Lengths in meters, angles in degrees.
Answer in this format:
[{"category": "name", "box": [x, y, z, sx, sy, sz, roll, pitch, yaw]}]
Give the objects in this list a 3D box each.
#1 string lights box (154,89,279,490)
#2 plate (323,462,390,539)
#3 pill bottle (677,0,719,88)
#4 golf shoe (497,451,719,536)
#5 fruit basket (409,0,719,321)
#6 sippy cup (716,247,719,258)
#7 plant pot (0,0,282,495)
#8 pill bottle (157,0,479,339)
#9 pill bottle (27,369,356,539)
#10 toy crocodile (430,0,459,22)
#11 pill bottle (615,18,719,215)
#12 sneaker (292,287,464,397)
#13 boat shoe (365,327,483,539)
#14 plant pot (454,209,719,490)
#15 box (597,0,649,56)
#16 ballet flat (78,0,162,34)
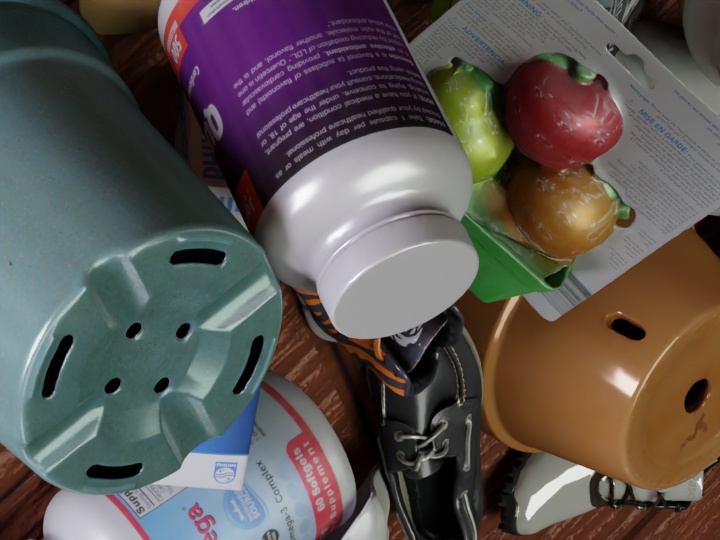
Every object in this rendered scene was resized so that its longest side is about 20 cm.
[{"category": "string lights box", "box": [-0.080, 0.009, 1.492, 0.059, 0.103, 0.201, 5, 126, -9]}, {"category": "plate", "box": [-0.036, 0.215, 1.683, 0.200, 0.032, 0.200, -55, 179, 2]}, {"category": "pill bottle", "box": [0.241, -0.167, 1.624, 0.112, 0.200, 0.113, 0, 122, 1]}, {"category": "golf shoe", "box": [0.184, 0.131, 1.892, 0.200, 0.094, 0.078, -31, 138, -25]}, {"category": "fruit basket", "box": [0.101, -0.075, 1.536, 0.200, 0.185, 0.094, -40, -165, 40]}, {"category": "sippy cup", "box": [0.292, 0.021, 1.902, 0.177, 0.140, 0.131, 8, 123, -39]}, {"category": "plant pot", "box": [-0.151, -0.006, 1.340, 0.200, 0.196, 0.201, -24, 134, -28]}, {"category": "pill bottle", "box": [-0.017, -0.069, 1.354, 0.112, 0.200, 0.113, -19, 151, -11]}, {"category": "pill bottle", "box": [-0.108, 0.148, 1.582, 0.200, 0.109, 0.109, -34, 138, -24]}, {"category": "toy crocodile", "box": [0.071, -0.226, 1.535, 0.067, 0.062, 0.201, -22, 137, -35]}, {"category": "pill bottle", "box": [0.171, -0.095, 1.687, 0.200, 0.114, 0.115, 4, 115, -48]}, {"category": "sneaker", "box": [0.000, 0.000, 1.581, 0.078, 0.112, 0.200, -49, 141, -6]}, {"category": "boat shoe", "box": [0.047, 0.107, 1.728, 0.072, 0.063, 0.201, -9, 127, -1]}, {"category": "plant pot", "box": [0.170, 0.047, 1.774, 0.200, 0.140, 0.201, -27, 134, -31]}, {"category": "box", "box": [0.149, -0.229, 1.557, 0.158, 0.050, 0.201, -54, 157, -56]}, {"category": "ballet flat", "box": [-0.055, -0.177, 1.429, 0.200, 0.063, 0.069, -36, 136, -22]}]
